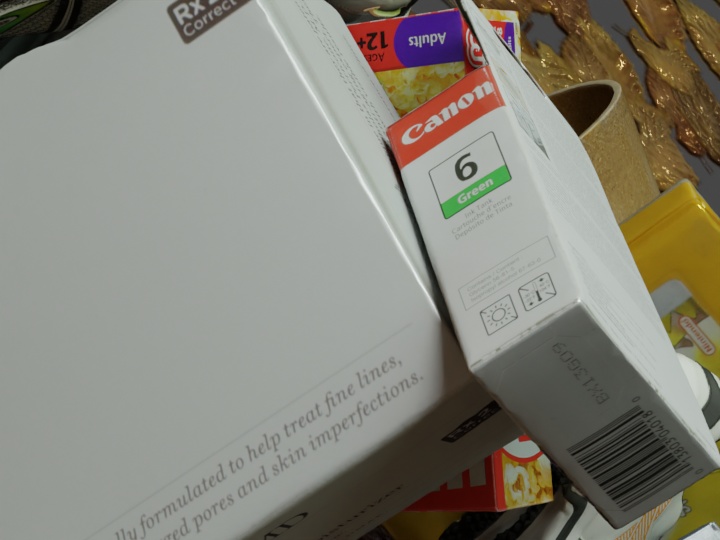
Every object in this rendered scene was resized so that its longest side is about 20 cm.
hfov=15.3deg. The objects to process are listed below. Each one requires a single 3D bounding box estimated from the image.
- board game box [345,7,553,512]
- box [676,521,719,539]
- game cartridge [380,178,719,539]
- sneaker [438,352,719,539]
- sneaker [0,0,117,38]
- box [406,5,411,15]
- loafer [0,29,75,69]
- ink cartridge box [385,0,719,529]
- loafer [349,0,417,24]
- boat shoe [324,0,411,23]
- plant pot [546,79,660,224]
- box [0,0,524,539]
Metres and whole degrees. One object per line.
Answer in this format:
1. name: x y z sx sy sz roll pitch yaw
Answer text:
1. board game box: 0.000 0.000 1.114 0.046 0.151 0.201 -4 89 -54
2. box: 0.097 0.216 1.069 0.199 0.051 0.158 -28 78 -17
3. game cartridge: 0.113 0.082 1.177 0.176 0.200 0.032 48 12 -25
4. sneaker: 0.091 0.114 1.138 0.080 0.201 0.074 12 35 -30
5. sneaker: -0.144 -0.116 1.030 0.085 0.199 0.078 -30 104 -52
6. box: -0.035 -0.102 1.335 0.082 0.068 0.200 41 32 -14
7. loafer: -0.119 -0.096 1.122 0.063 0.200 0.072 48 -2 -33
8. ink cartridge box: 0.061 -0.012 0.988 0.109 0.050 0.201 47 16 -40
9. loafer: -0.017 -0.133 1.255 0.073 0.072 0.200 46 33 -3
10. boat shoe: -0.023 -0.146 1.069 0.202 0.060 0.073 43 40 -72
11. plant pot: 0.087 0.043 1.257 0.201 0.186 0.186 59 29 -12
12. box: -0.063 0.016 1.019 0.201 0.198 0.131 61 13 17
